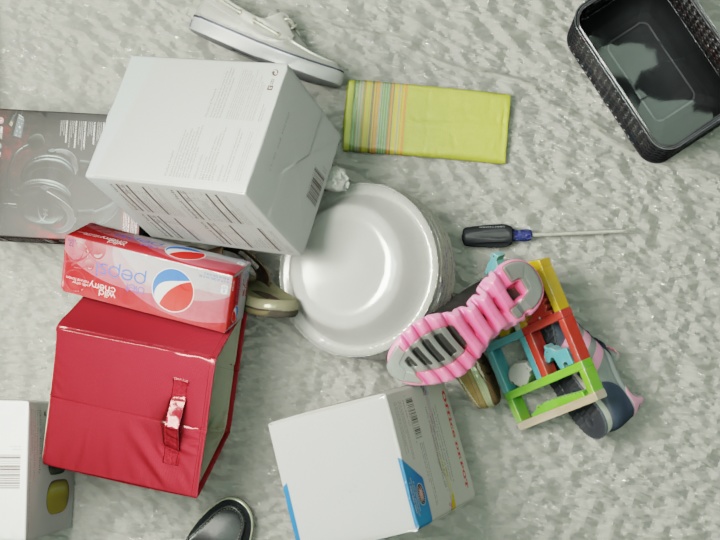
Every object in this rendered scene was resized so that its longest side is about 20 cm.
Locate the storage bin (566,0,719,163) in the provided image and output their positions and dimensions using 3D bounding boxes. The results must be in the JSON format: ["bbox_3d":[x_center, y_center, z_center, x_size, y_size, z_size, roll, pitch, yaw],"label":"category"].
[{"bbox_3d":[0.346,-0.243,1.691,0.135,0.094,0.201,-33,83,-1],"label":"storage bin"}]

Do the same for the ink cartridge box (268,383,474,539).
[{"bbox_3d":[0.017,0.211,1.592,0.144,0.200,0.148,-17,84,22],"label":"ink cartridge box"}]

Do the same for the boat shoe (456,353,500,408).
[{"bbox_3d":[0.092,0.080,1.687,0.076,0.072,0.201,-30,73,6],"label":"boat shoe"}]

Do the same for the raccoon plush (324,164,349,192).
[{"bbox_3d":[-0.081,-0.160,1.687,0.199,0.097,0.135,7,85,27],"label":"raccoon plush"}]

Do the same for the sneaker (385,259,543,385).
[{"bbox_3d":[0.108,0.061,1.600,0.199,0.095,0.079,-32,98,-15],"label":"sneaker"}]

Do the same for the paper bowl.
[{"bbox_3d":[0.000,0.000,1.647,0.199,0.104,0.202,-2,84,23],"label":"paper bowl"}]

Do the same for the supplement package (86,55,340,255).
[{"bbox_3d":[-0.155,-0.124,1.559,0.199,0.151,0.153,7,68,26],"label":"supplement package"}]

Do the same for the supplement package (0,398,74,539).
[{"bbox_3d":[-0.418,0.221,1.625,0.149,0.200,0.153,0,84,3],"label":"supplement package"}]

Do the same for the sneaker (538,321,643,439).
[{"bbox_3d":[0.253,0.095,1.685,0.082,0.070,0.201,-22,78,-28],"label":"sneaker"}]

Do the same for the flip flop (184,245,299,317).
[{"bbox_3d":[-0.142,0.003,1.659,0.081,0.199,0.058,-8,113,-39],"label":"flip flop"}]

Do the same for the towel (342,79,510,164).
[{"bbox_3d":[0.079,-0.178,1.736,0.198,0.018,0.087,5,90,2],"label":"towel"}]

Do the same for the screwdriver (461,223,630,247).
[{"bbox_3d":[0.219,-0.043,1.705,0.198,0.029,0.028,-3,84,8],"label":"screwdriver"}]

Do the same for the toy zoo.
[{"bbox_3d":[0.193,0.072,1.659,0.020,0.131,0.201,-16,81,-43],"label":"toy zoo"}]

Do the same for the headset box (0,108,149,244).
[{"bbox_3d":[-0.324,-0.104,1.674,0.198,0.077,0.150,4,87,2],"label":"headset box"}]

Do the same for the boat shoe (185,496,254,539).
[{"bbox_3d":[-0.192,0.351,1.672,0.074,0.062,0.200,37,86,7],"label":"boat shoe"}]

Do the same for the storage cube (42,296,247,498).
[{"bbox_3d":[-0.237,0.125,1.613,0.178,0.200,0.172,12,109,5],"label":"storage cube"}]

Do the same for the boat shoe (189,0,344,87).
[{"bbox_3d":[-0.105,-0.279,1.729,0.199,0.072,0.066,23,90,13],"label":"boat shoe"}]

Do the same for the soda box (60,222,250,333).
[{"bbox_3d":[-0.225,0.006,1.588,0.199,0.063,0.071,13,108,11],"label":"soda box"}]
